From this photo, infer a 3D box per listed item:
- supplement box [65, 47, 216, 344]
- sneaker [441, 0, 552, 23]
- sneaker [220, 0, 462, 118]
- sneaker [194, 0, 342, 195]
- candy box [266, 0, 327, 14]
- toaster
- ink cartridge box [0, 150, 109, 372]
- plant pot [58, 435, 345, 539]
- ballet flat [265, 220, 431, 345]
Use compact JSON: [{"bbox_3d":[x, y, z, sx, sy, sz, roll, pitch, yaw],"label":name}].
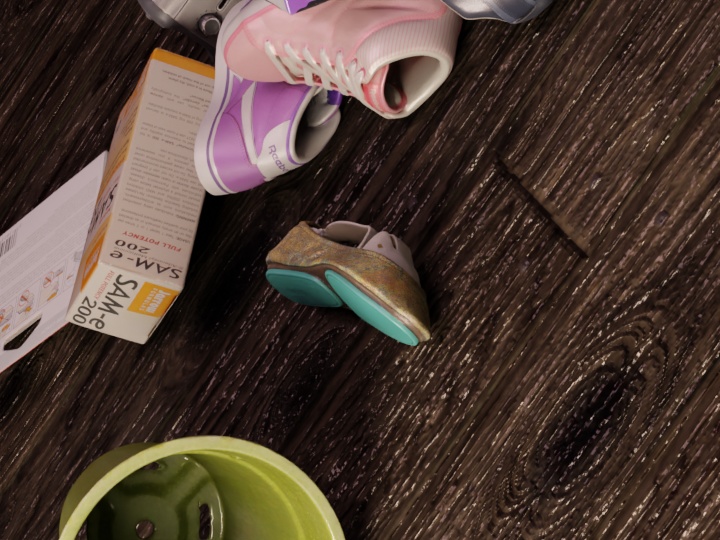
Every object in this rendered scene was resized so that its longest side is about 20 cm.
[{"bbox_3d":[-0.171,-0.059,1.885,0.126,0.073,0.201,130,155,-59],"label":"supplement box"},{"bbox_3d":[0.087,-0.271,1.635,0.146,0.077,0.203,-36,74,41],"label":"sneaker"},{"bbox_3d":[-0.016,-0.158,1.729,0.199,0.075,0.105,-14,55,21],"label":"sneaker"},{"bbox_3d":[-0.057,-0.147,1.844,0.114,0.073,0.202,-16,46,27],"label":"sneaker"},{"bbox_3d":[0.004,-0.300,1.678,0.199,0.169,0.072,-22,26,-16],"label":"candy box"},{"bbox_3d":[-0.128,-0.275,1.996,0.129,0.113,0.200,-49,31,13],"label":"toaster"},{"bbox_3d":[-0.273,0.014,2.044,0.200,0.043,0.175,-34,41,38],"label":"ink cartridge box"},{"bbox_3d":[-0.129,0.192,1.567,0.201,0.199,0.190,-62,19,-2],"label":"plant pot"},{"bbox_3d":[0.000,0.000,1.631,0.200,0.070,0.071,17,80,59],"label":"ballet flat"}]
